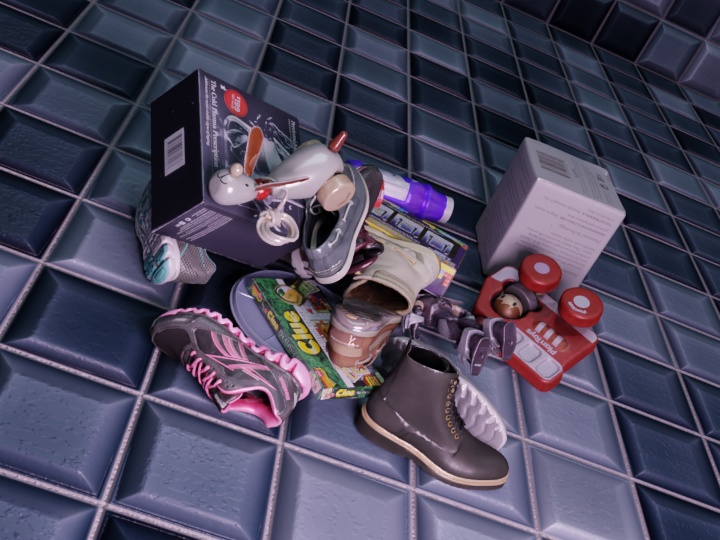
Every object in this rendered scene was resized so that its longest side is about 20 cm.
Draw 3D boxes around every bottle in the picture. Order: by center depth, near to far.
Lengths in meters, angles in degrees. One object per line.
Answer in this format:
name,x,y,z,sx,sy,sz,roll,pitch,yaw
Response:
bottle,0.061,-0.131,1.673,0.200,0.065,0.084,17,6,-17

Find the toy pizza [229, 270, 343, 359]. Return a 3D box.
toy pizza,-0.081,0.073,1.290,0.200,0.032,0.200,23,29,-14

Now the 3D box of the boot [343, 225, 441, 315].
boot,0.000,0.000,1.393,0.200,0.072,0.155,15,28,15

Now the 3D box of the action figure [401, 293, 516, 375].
action figure,0.127,0.079,1.390,0.130,0.069,0.200,-5,18,-30

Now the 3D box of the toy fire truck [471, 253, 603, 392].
toy fire truck,0.257,0.078,1.494,0.168,0.112,0.200,-29,59,-34

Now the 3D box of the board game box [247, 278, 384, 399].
board game box,-0.056,0.083,1.243,0.105,0.023,0.200,0,41,-40

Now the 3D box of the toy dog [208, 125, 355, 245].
toy dog,-0.082,-0.126,1.206,0.132,0.096,0.200,36,36,11

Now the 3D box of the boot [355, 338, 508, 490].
boot,0.111,0.176,1.181,0.200,0.138,0.077,23,30,-10

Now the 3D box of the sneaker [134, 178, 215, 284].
sneaker,-0.246,-0.051,1.321,0.091,0.078,0.200,14,41,-33

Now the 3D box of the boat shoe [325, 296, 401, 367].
boat shoe,-0.002,0.078,1.209,0.076,0.072,0.200,20,7,15

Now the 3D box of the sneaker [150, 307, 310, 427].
sneaker,-0.158,0.116,1.136,0.200,0.079,0.095,26,42,-1

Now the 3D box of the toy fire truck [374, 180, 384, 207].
toy fire truck,-0.075,-0.136,1.481,0.141,0.049,0.200,-5,19,-38

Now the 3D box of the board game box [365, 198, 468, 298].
board game box,0.062,-0.046,1.538,0.200,0.057,0.165,30,20,5

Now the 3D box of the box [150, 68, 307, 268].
box,-0.172,-0.129,1.292,0.182,0.104,0.200,21,54,-45

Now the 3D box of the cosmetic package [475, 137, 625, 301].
cosmetic package,0.316,-0.085,1.682,0.166,0.200,0.167,20,31,-12

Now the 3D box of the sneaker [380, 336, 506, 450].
sneaker,0.122,0.152,1.290,0.200,0.075,0.082,45,27,20

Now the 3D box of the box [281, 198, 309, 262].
box,-0.172,-0.094,1.426,0.200,0.068,0.082,23,44,-8

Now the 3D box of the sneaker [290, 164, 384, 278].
sneaker,0.002,-0.059,1.348,0.115,0.076,0.200,14,60,41

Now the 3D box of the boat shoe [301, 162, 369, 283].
boat shoe,-0.037,-0.078,1.289,0.062,0.073,0.200,56,33,-43
